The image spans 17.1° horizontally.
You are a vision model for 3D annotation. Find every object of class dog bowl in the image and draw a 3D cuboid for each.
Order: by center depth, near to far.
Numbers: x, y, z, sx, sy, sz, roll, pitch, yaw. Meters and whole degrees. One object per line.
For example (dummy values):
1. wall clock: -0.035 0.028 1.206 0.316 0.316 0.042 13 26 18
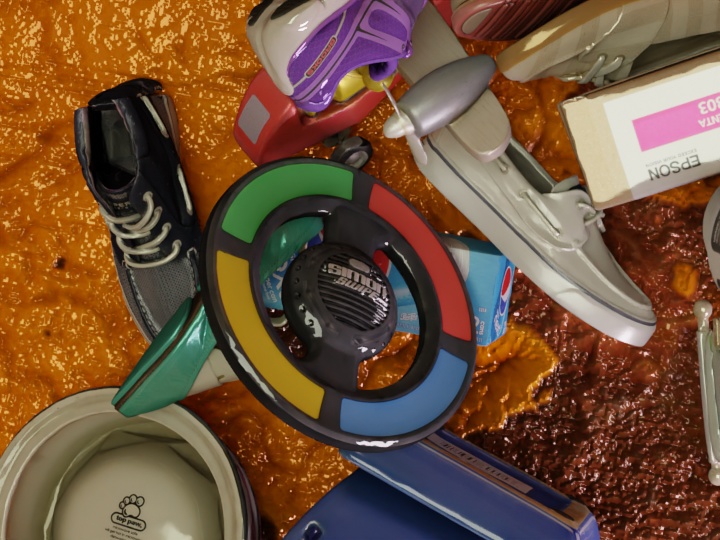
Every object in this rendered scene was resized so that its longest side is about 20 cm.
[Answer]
1. dog bowl: -0.157 0.182 1.647 0.200 0.074 0.200 -3 80 20

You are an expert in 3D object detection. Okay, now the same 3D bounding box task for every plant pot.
1. plant pot: 0.045 0.204 1.562 0.200 0.200 0.180 28 94 10

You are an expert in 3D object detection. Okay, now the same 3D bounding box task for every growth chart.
1. growth chart: 0.261 0.106 1.510 0.018 0.200 0.145 -9 103 -19

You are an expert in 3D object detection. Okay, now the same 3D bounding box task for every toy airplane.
1. toy airplane: 0.011 -0.164 1.554 0.200 0.141 0.199 2 77 27

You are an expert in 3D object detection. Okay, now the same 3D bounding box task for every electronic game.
1. electronic game: -0.012 0.019 1.493 0.200 0.200 0.042 54 137 3

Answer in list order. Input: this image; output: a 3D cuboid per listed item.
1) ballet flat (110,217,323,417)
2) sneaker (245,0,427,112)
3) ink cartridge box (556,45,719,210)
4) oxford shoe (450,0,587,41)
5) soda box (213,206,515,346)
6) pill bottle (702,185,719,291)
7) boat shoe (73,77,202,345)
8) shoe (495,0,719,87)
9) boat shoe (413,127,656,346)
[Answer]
1. ballet flat: -0.088 0.031 1.571 0.070 0.067 0.200 32 107 -6
2. sneaker: 0.012 -0.166 1.469 0.081 0.200 0.083 4 128 52
3. ink cartridge box: 0.237 -0.103 1.495 0.200 0.165 0.075 -17 91 15
4. oxford shoe: 0.126 -0.200 1.520 0.070 0.200 0.075 -39 76 53
5. soda box: 0.000 0.000 1.612 0.200 0.068 0.064 9 98 13
6. pill bottle: 0.277 -0.011 1.469 0.111 0.200 0.111 -2 101 -9
7. boat shoe: -0.150 -0.030 1.632 0.075 0.093 0.200 -15 92 15
8. shoe: 0.181 -0.150 1.514 0.200 0.070 0.053 -20 82 -17
9. boat shoe: 0.127 -0.035 1.581 0.200 0.072 0.066 44 108 14
